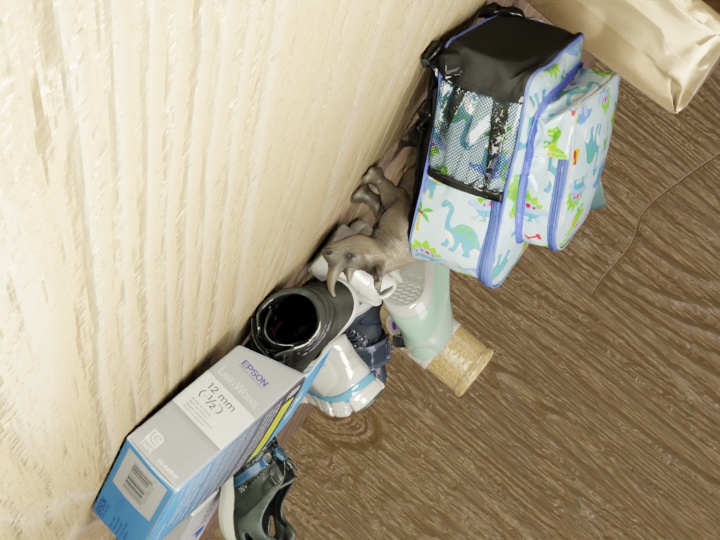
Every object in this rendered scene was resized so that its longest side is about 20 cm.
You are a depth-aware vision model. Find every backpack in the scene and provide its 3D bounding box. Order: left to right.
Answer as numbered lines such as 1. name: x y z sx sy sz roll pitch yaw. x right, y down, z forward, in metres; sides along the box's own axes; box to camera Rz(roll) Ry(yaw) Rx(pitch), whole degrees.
1. backpack: 0.122 -0.091 1.235 0.183 0.146 0.202 -43 151 -58

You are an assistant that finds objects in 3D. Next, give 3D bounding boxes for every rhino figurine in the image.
1. rhino figurine: 0.036 -0.054 1.356 0.200 0.087 0.060 -51 175 -15

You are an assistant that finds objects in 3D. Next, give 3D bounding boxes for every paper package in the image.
1. paper package: 0.270 -0.258 1.455 0.104 0.190 0.200 -52 177 22

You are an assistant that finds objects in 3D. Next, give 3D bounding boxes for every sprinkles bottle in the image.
1. sprinkles bottle: 0.055 0.054 1.693 0.068 0.199 0.068 -51 176 -5

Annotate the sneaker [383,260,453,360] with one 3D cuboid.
1. sneaker: 0.067 -0.002 1.607 0.119 0.073 0.202 70 26 -47

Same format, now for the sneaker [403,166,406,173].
1. sneaker: 0.108 -0.105 1.537 0.090 0.079 0.200 -36 -167 -17

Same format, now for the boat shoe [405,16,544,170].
1. boat shoe: 0.109 -0.166 1.458 0.201 0.072 0.062 -53 -148 -11

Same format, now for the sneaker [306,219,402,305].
1. sneaker: 0.000 0.000 1.486 0.071 0.080 0.200 -53 178 8

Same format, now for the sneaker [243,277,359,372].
1. sneaker: -0.090 0.082 1.363 0.200 0.071 0.099 -48 164 11

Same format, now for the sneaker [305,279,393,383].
1. sneaker: -0.017 0.077 1.576 0.202 0.076 0.148 -34 132 -68

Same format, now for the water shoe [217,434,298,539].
1. water shoe: -0.093 0.179 1.467 0.071 0.078 0.202 -31 126 -55

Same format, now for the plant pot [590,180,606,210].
1. plant pot: 0.192 -0.152 1.737 0.133 0.202 0.200 -16 180 8

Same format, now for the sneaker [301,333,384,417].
1. sneaker: -0.058 0.086 1.478 0.075 0.087 0.199 -37 -159 -34

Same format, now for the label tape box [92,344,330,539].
1. label tape box: -0.124 0.136 1.273 0.200 0.066 0.144 -42 170 -37

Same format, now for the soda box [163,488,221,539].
1. soda box: -0.195 0.251 1.568 0.068 0.064 0.200 -43 170 -35
